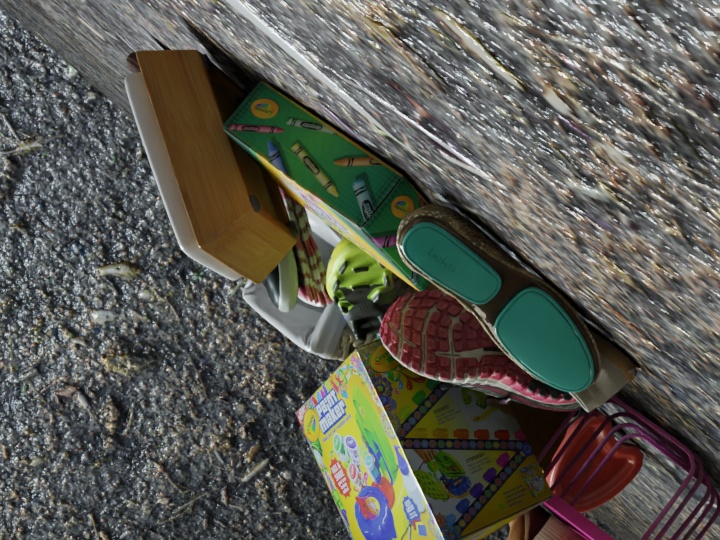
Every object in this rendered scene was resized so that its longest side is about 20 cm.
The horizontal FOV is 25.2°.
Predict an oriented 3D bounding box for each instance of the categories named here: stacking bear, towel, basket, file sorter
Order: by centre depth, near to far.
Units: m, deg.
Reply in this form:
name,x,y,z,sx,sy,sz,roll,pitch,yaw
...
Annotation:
name,x,y,z,sx,sy,sz,roll,pitch,yaw
file sorter,0.260,0.213,1.562,0.139,0.126,0.200,36,176,26
towel,-0.077,-0.069,1.624,0.146,0.030,0.201,-153,48,-71
basket,-0.021,0.017,1.754,0.123,0.136,0.200,21,-173,-30
stacking bear,0.214,0.185,1.873,0.121,0.114,0.200,42,180,-37

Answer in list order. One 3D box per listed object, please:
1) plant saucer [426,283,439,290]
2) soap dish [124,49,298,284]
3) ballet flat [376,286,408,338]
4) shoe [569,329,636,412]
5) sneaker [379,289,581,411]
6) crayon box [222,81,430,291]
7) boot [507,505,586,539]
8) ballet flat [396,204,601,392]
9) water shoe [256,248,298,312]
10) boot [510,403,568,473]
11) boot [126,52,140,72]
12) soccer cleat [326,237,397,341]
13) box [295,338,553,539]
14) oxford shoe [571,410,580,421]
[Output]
name,x,y,z,sx,sy,sz,roll,pitch,yaw
plant saucer,0.080,0.002,1.517,0.200,0.035,0.200,40,176,3
soap dish,-0.135,-0.099,1.492,0.157,0.081,0.201,37,-148,-69
ballet flat,0.108,0.061,1.630,0.199,0.072,0.072,16,169,18
shoe,0.138,0.047,1.335,0.200,0.053,0.070,37,175,35
sneaker,0.110,0.081,1.414,0.199,0.081,0.075,20,161,12
crayon box,-0.017,-0.074,1.389,0.200,0.058,0.119,37,175,39
boot,0.152,0.311,1.597,0.077,0.156,0.200,38,177,-12
ballet flat,0.113,0.015,1.264,0.200,0.070,0.065,43,-157,-11
water shoe,-0.121,-0.044,1.596,0.072,0.078,0.201,110,142,-68
boot,0.114,0.147,1.651,0.200,0.144,0.071,8,133,24
boot,-0.195,-0.183,1.728,0.166,0.073,0.200,36,179,19
soccer cleat,-0.001,0.000,1.552,0.200,0.064,0.084,76,-176,-66
box,0.054,0.171,1.519,0.194,0.121,0.200,65,154,13
oxford shoe,0.161,0.093,1.730,0.200,0.071,0.075,43,147,-19
